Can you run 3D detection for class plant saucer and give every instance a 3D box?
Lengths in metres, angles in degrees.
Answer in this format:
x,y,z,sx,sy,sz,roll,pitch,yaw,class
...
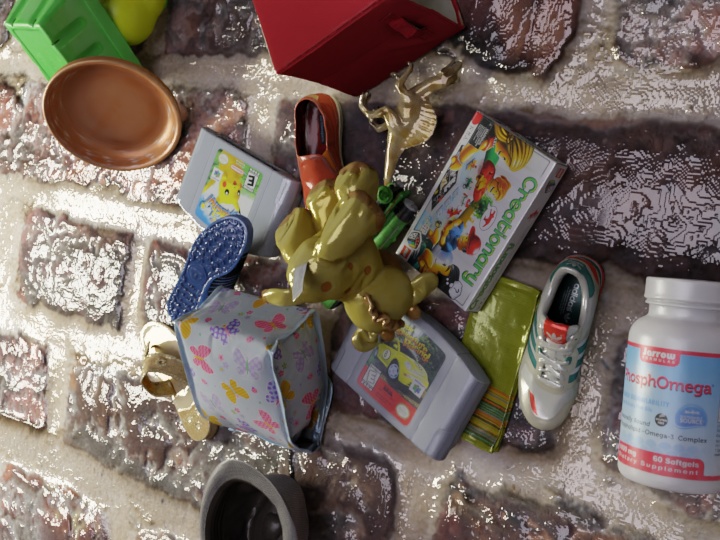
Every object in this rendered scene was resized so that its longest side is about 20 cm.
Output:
x,y,z,sx,sy,sz,roll,pitch,yaw,class
-0.362,-0.233,1.294,0.200,0.200,0.038,-32,39,29,plant saucer

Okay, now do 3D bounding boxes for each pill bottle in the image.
x,y,z,sx,sy,sz,roll,pitch,yaw,class
0.317,0.109,0.868,0.108,0.109,0.201,5,92,33,pill bottle

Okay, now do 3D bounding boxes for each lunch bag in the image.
x,y,z,sx,sy,sz,roll,pitch,yaw,class
-0.134,0.137,1.156,0.169,0.127,0.201,11,123,31,lunch bag

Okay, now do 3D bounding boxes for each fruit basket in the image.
x,y,z,sx,sy,sz,roll,pitch,yaw,class
-0.393,-0.369,1.323,0.155,0.215,0.217,13,96,35,fruit basket

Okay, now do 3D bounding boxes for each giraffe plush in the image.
x,y,z,sx,sy,sz,roll,pitch,yaw,class
0.000,0.000,1.027,0.172,0.162,0.201,-29,36,41,giraffe plush

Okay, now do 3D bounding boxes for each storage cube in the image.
x,y,z,sx,sy,sz,roll,pitch,yaw,class
-0.011,-0.340,1.057,0.179,0.171,0.201,-27,75,32,storage cube

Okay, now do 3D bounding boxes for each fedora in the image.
x,y,z,sx,sy,sz,roll,pitch,yaw,class
-0.129,0.340,1.171,0.176,0.090,0.201,23,108,33,fedora

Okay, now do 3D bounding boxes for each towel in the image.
x,y,z,sx,sy,sz,roll,pitch,yaw,class
0.150,0.107,1.033,0.086,0.018,0.201,20,100,31,towel

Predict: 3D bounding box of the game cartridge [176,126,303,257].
x,y,z,sx,sy,sz,roll,pitch,yaw,class
-0.177,-0.105,1.245,0.200,0.040,0.134,31,110,30,game cartridge

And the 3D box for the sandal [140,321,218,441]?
x,y,z,sx,sy,sz,roll,pitch,yaw,class
-0.287,0.159,1.292,0.078,0.070,0.212,-46,66,24,sandal

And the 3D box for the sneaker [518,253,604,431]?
x,y,z,sx,sy,sz,roll,pitch,yaw,class
0.207,0.079,0.946,0.070,0.093,0.201,18,98,23,sneaker

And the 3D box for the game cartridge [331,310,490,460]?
x,y,z,sx,sy,sz,roll,pitch,yaw,class
0.058,0.118,1.075,0.200,0.041,0.133,37,105,34,game cartridge

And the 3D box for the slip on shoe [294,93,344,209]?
x,y,z,sx,sy,sz,roll,pitch,yaw,class
-0.055,-0.134,1.148,0.074,0.061,0.201,-5,88,32,slip on shoe

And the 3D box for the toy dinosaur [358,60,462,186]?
x,y,z,sx,sy,sz,roll,pitch,yaw,class
0.046,-0.181,1.083,0.101,0.058,0.201,37,109,27,toy dinosaur

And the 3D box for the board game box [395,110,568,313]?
x,y,z,sx,sy,sz,roll,pitch,yaw,class
0.137,-0.068,1.028,0.126,0.035,0.201,41,111,33,board game box

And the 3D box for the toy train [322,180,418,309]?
x,y,z,sx,sy,sz,roll,pitch,yaw,class
0.002,-0.029,1.113,0.056,0.042,0.200,45,118,10,toy train

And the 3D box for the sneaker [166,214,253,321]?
x,y,z,sx,sy,sz,roll,pitch,yaw,class
-0.197,-0.008,1.216,0.070,0.078,0.200,44,121,7,sneaker
